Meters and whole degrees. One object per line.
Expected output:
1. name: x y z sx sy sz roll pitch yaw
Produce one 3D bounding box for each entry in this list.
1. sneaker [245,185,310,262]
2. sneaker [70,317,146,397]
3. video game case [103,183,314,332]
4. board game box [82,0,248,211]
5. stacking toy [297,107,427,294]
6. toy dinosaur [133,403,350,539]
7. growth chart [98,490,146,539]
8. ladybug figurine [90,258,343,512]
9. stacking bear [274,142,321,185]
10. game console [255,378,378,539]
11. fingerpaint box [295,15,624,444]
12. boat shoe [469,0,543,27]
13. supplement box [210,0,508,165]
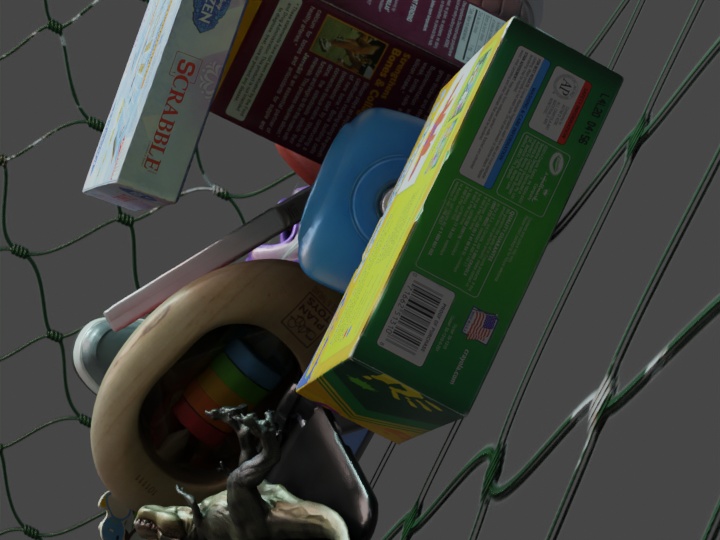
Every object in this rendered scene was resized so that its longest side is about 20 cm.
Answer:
1. sneaker: -0.016 -0.040 1.862 0.200 0.088 0.081 -48 -7 -24
2. sneaker: -0.100 0.086 1.716 0.121 0.199 0.084 -14 55 63
3. video game case: -0.076 -0.021 1.611 0.143 0.018 0.200 -30 2 21
4. board game box: -0.111 -0.138 1.488 0.199 0.041 0.201 -176 106 -78
5. stacking toy: 0.027 -0.009 1.491 0.200 0.109 0.117 83 -151 -73
6. toy dinosaur: -0.062 0.124 1.390 0.199 0.047 0.089 -4 93 52
7. growth chart: -0.129 0.188 1.616 0.018 0.144 0.202 4 79 37
8. ladybug figurine: -0.085 0.068 1.526 0.200 0.136 0.072 -42 16 9
9. stacking bear: 0.044 -0.125 1.730 0.121 0.114 0.200 -44 5 -33
10. game console: -0.028 0.173 1.460 0.175 0.116 0.201 -10 -45 -58
11. fingerpaint box: 0.051 -0.015 1.299 0.201 0.073 0.167 -64 6 -13
12. boat shoe: 0.094 -0.192 1.761 0.200 0.072 0.062 126 168 -75
13. supplement box: 0.011 -0.124 1.519 0.111 0.199 0.086 -60 8 36
